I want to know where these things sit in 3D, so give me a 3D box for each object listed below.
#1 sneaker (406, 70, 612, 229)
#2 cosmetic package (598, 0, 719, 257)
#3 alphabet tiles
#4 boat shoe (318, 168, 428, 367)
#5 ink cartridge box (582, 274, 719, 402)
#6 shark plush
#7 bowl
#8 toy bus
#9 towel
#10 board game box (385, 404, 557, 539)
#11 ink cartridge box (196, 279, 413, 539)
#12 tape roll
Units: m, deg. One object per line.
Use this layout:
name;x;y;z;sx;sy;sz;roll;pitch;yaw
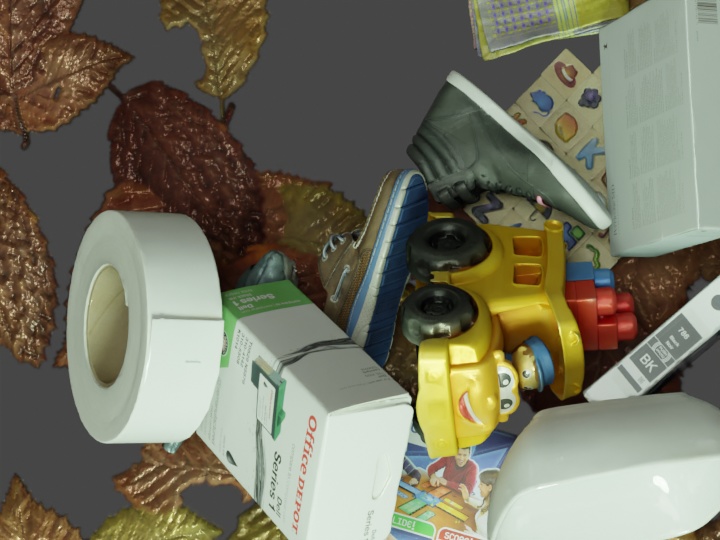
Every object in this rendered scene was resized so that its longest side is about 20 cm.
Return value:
sneaker;0.123;-0.076;1.487;0.200;0.071;0.099;42;97;22
cosmetic package;0.254;-0.120;1.414;0.051;0.151;0.202;1;83;-21
alphabet tiles;0.192;-0.091;1.507;0.200;0.006;0.166;-46;75;5
boat shoe;0.000;0.000;1.493;0.072;0.072;0.202;24;107;25
ink cartridge box;0.273;0.051;1.422;0.200;0.099;0.039;-43;77;7
shark plush;-0.123;0.067;1.529;0.200;0.083;0.091;-44;76;6
bowl;0.198;0.161;1.371;0.198;0.200;0.075;-6;64;-7
toy bus;0.132;0.051;1.408;0.190;0.201;0.137;0;126;7
towel;0.158;-0.295;1.532;0.142;0.023;0.202;-9;81;14
board game box;0.069;0.194;1.490;0.198;0.034;0.137;15;88;15
ink cartridge box;-0.051;0.122;1.432;0.200;0.084;0.147;41;131;47
tape roll;-0.190;0.049;1.492;0.070;0.202;0.205;3;82;-29
